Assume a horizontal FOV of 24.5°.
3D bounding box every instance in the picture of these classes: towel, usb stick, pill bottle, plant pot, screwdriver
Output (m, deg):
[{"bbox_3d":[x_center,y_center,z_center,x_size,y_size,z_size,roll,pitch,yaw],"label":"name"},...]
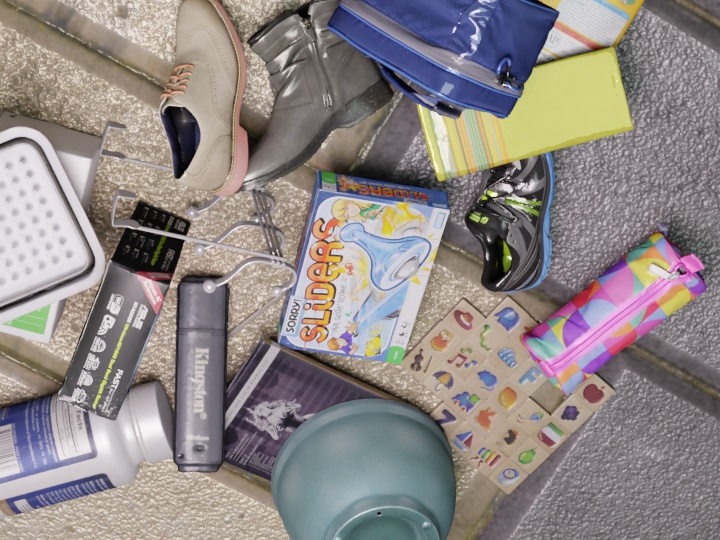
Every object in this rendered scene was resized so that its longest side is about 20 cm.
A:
[{"bbox_3d":[0.159,-0.152,1.615,0.199,0.018,0.086,-15,102,4],"label":"towel"},{"bbox_3d":[-0.164,0.106,1.704,0.055,0.033,0.201,2,87,-19],"label":"usb stick"},{"bbox_3d":[-0.296,0.179,1.721,0.199,0.111,0.111,-15,111,2],"label":"pill bottle"},{"bbox_3d":[0.014,0.254,1.736,0.199,0.134,0.201,-5,120,-9],"label":"plant pot"},{"bbox_3d":[-0.075,0.014,1.723,0.200,0.028,0.029,-33,92,15],"label":"screwdriver"}]

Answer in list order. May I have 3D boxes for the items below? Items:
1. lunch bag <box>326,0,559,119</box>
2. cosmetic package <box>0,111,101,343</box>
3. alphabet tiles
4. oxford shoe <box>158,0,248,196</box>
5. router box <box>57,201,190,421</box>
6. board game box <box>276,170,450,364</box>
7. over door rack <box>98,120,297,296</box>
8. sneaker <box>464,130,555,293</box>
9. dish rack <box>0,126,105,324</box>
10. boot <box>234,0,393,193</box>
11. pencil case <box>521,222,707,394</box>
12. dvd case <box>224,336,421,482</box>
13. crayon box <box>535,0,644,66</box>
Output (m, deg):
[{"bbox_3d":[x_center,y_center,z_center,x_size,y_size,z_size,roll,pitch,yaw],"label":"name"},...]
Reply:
[{"bbox_3d":[0.078,-0.220,1.542,0.136,0.200,0.133,9,113,-52],"label":"lunch bag"},{"bbox_3d":[-0.331,-0.043,1.650,0.107,0.085,0.201,14,110,-5],"label":"cosmetic package"},{"bbox_3d":[0.146,0.126,1.784,0.200,0.008,0.167,41,103,-16],"label":"alphabet tiles"},{"bbox_3d":[-0.154,-0.172,1.577,0.071,0.074,0.201,-21,73,38],"label":"oxford shoe"},{"bbox_3d":[-0.228,0.036,1.622,0.062,0.200,0.150,22,108,-7],"label":"router box"},{"bbox_3d":[0.000,0.000,1.682,0.135,0.035,0.201,8,125,-10],"label":"board game box"},{"bbox_3d":[-0.165,-0.051,1.604,0.199,0.148,0.067,23,114,-27],"label":"over door rack"},{"bbox_3d":[0.147,-0.068,1.667,0.082,0.071,0.201,-19,117,-32],"label":"sneaker"},{"bbox_3d":[-0.356,-0.037,1.585,0.199,0.044,0.172,-21,106,9],"label":"dish rack"},{"bbox_3d":[-0.076,-0.175,1.618,0.200,0.068,0.131,-37,106,-12],"label":"boot"},{"bbox_3d":[0.263,0.042,1.716,0.200,0.088,0.088,-40,108,9],"label":"pencil case"},{"bbox_3d":[-0.057,0.167,1.760,0.199,0.016,0.149,26,112,-23],"label":"dvd case"},{"bbox_3d":[0.205,-0.270,1.616,0.125,0.052,0.200,27,107,-13],"label":"crayon box"}]
